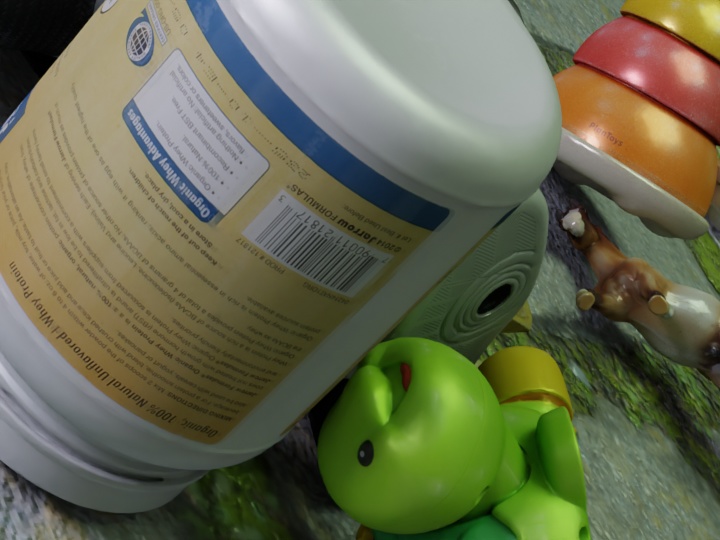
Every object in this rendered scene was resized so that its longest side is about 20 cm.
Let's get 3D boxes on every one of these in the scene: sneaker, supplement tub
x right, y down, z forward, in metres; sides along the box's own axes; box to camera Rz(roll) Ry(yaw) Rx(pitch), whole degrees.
[{"bbox_3d":[0.000,0.000,0.804,0.073,0.201,0.112,-21,62,-30],"label":"sneaker"},{"bbox_3d":[-0.045,-0.026,0.686,0.144,0.200,0.145,33,30,-22],"label":"supplement tub"}]

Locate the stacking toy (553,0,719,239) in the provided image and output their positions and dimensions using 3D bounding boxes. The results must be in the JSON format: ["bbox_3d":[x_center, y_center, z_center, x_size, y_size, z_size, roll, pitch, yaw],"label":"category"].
[{"bbox_3d":[0.199,-0.133,1.286,0.145,0.201,0.146,32,4,-2],"label":"stacking toy"}]

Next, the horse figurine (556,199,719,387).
[{"bbox_3d":[0.196,0.034,1.203,0.199,0.050,0.133,29,10,0],"label":"horse figurine"}]

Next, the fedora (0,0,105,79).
[{"bbox_3d":[-0.150,-0.145,0.787,0.091,0.201,0.202,-13,61,-28],"label":"fedora"}]

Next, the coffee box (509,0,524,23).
[{"bbox_3d":[0.027,-0.207,1.305,0.199,0.044,0.124,33,29,-38],"label":"coffee box"}]

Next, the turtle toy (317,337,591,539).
[{"bbox_3d":[0.040,0.102,0.758,0.146,0.100,0.201,-103,-177,-48],"label":"turtle toy"}]

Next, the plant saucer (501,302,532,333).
[{"bbox_3d":[-0.016,-0.063,1.008,0.199,0.048,0.201,28,31,-43],"label":"plant saucer"}]

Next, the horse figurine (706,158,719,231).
[{"bbox_3d":[0.292,-0.044,1.539,0.199,0.050,0.133,37,8,-13],"label":"horse figurine"}]
